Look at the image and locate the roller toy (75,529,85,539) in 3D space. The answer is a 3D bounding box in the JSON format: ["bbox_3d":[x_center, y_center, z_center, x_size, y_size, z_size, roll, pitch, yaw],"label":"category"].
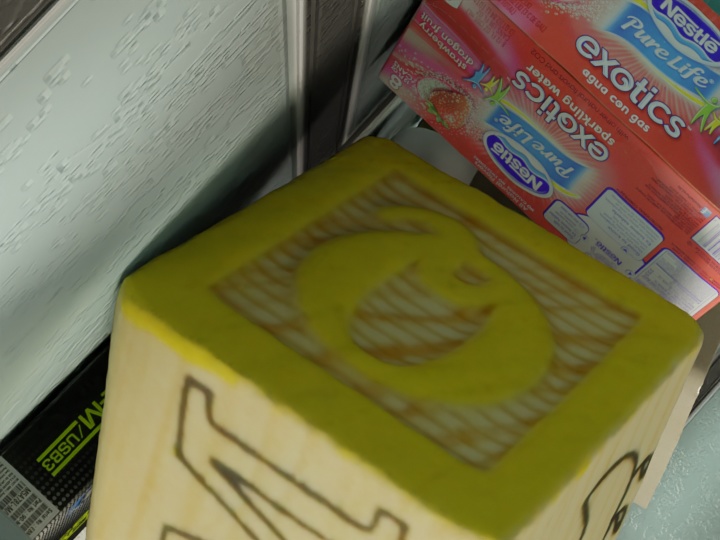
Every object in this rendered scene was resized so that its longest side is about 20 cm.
[{"bbox_3d":[-0.126,0.158,1.043,0.182,0.140,0.200,-37,175,6],"label":"roller toy"}]

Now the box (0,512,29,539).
[{"bbox_3d":[-0.187,0.188,0.458,0.200,0.105,0.184,-49,178,33],"label":"box"}]

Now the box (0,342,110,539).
[{"bbox_3d":[-0.145,0.100,0.761,0.200,0.047,0.193,-47,175,-27],"label":"box"}]

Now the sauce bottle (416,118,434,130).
[{"bbox_3d":[0.069,-0.069,1.204,0.066,0.066,0.201,-48,-166,26],"label":"sauce bottle"}]

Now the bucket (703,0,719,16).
[{"bbox_3d":[0.209,-0.181,0.788,0.207,0.207,0.135,-46,174,-31],"label":"bucket"}]

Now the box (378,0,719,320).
[{"bbox_3d":[0.121,-0.078,0.718,0.095,0.200,0.103,-45,176,-32],"label":"box"}]

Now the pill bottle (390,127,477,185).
[{"bbox_3d":[0.000,0.000,1.005,0.200,0.114,0.114,-46,178,-27],"label":"pill bottle"}]

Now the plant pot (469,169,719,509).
[{"bbox_3d":[0.152,-0.003,0.938,0.201,0.176,0.201,-60,166,-25],"label":"plant pot"}]

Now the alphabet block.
[{"bbox_3d":[0.007,0.091,0.672,0.195,0.195,0.201,-36,149,-46],"label":"alphabet block"}]
